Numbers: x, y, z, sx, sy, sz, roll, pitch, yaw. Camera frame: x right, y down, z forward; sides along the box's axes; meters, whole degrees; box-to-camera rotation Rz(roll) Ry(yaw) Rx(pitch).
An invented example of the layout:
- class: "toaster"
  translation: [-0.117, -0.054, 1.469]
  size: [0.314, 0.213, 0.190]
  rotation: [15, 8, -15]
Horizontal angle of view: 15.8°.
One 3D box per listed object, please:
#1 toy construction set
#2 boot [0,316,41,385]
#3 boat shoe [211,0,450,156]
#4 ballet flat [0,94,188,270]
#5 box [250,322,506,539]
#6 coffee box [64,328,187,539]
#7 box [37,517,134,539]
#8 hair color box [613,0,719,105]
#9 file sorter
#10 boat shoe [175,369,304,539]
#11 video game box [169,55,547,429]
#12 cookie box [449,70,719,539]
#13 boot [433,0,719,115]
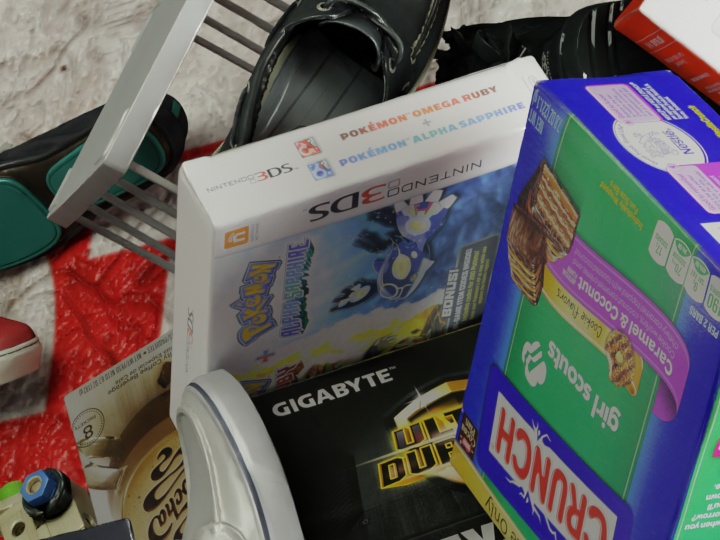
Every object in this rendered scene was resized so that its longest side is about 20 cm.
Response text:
- class: "toy construction set"
  translation: [-0.191, 0.180, 1.397]
  size: [0.131, 0.092, 0.200]
  rotation: [-39, 59, 10]
- class: "boot"
  translation: [-0.273, -0.003, 1.525]
  size: [0.200, 0.072, 0.145]
  rotation: [6, 106, 38]
- class: "boat shoe"
  translation: [-0.012, -0.098, 1.255]
  size: [0.199, 0.074, 0.066]
  rotation: [-51, 3, -16]
- class: "ballet flat"
  translation: [-0.181, -0.055, 1.548]
  size: [0.200, 0.073, 0.073]
  rotation: [-25, 52, 29]
- class: "box"
  translation: [0.059, 0.101, 1.226]
  size: [0.200, 0.049, 0.160]
  rotation: [-17, 50, -13]
- class: "coffee box"
  translation: [-0.069, 0.129, 1.339]
  size: [0.113, 0.080, 0.200]
  rotation: [-32, 50, 13]
- class: "box"
  translation: [-0.139, 0.235, 1.203]
  size: [0.104, 0.200, 0.182]
  rotation: [-12, 71, -14]
- class: "hair color box"
  translation: [0.231, -0.100, 1.193]
  size: [0.111, 0.200, 0.064]
  rotation: [-53, 3, -4]
- class: "file sorter"
  translation: [-0.070, -0.073, 1.374]
  size: [0.139, 0.124, 0.200]
  rotation: [-63, 11, -13]
- class: "boat shoe"
  translation: [-0.061, 0.146, 1.180]
  size: [0.066, 0.072, 0.200]
  rotation: [-12, 82, -18]
- class: "video game box"
  translation: [0.000, 0.000, 1.242]
  size: [0.182, 0.200, 0.047]
  rotation: [-17, 55, -17]
- class: "cookie box"
  translation: [0.120, 0.045, 1.083]
  size: [0.171, 0.075, 0.200]
  rotation: [52, 139, 49]
- class: "boot"
  translation: [0.145, -0.103, 1.311]
  size: [0.162, 0.198, 0.074]
  rotation: [177, 90, -66]
